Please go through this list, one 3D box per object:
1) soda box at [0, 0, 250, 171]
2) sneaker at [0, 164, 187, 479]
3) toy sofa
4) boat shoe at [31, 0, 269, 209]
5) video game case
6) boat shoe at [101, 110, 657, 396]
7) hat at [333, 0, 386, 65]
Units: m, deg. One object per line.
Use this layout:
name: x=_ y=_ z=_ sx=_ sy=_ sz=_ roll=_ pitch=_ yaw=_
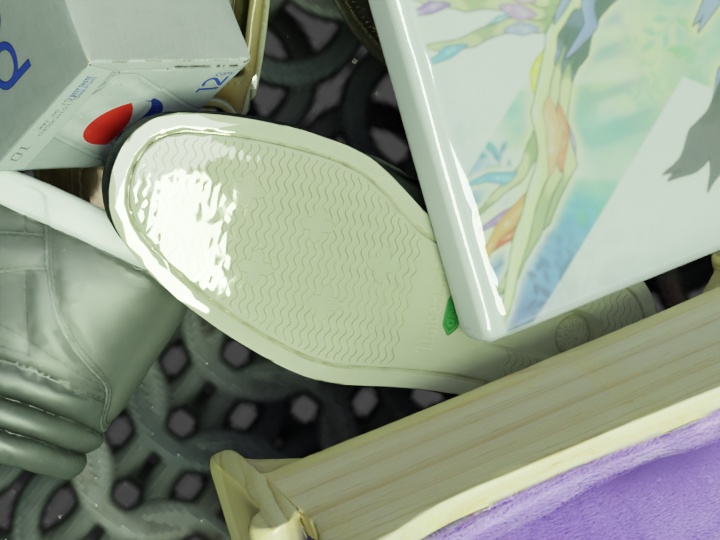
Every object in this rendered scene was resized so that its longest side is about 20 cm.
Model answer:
soda box: x=-0.108 y=-0.134 z=0.763 sx=0.063 sy=0.068 sz=0.200 roll=-5 pitch=66 yaw=-41
sneaker: x=-0.157 y=0.004 z=0.769 sx=0.200 sy=0.071 sz=0.099 roll=22 pitch=86 yaw=4
toy sofa: x=0.064 y=0.072 z=0.728 sx=0.200 sy=0.098 sz=0.083 roll=-22 pitch=113 yaw=-16
boat shoe: x=-0.063 y=-0.093 z=0.810 sx=0.073 sy=0.063 sz=0.201 roll=18 pitch=84 yaw=-12
video game case: x=0.087 y=-0.101 z=0.755 sx=0.182 sy=0.022 sz=0.200 roll=-21 pitch=103 yaw=-21
boat shoe: x=0.000 y=0.000 z=0.771 sx=0.200 sy=0.068 sz=0.072 roll=20 pitch=91 yaw=-30
hat: x=0.080 y=-0.137 z=0.812 sx=0.200 sy=0.081 sz=0.201 roll=-3 pitch=107 yaw=-11
